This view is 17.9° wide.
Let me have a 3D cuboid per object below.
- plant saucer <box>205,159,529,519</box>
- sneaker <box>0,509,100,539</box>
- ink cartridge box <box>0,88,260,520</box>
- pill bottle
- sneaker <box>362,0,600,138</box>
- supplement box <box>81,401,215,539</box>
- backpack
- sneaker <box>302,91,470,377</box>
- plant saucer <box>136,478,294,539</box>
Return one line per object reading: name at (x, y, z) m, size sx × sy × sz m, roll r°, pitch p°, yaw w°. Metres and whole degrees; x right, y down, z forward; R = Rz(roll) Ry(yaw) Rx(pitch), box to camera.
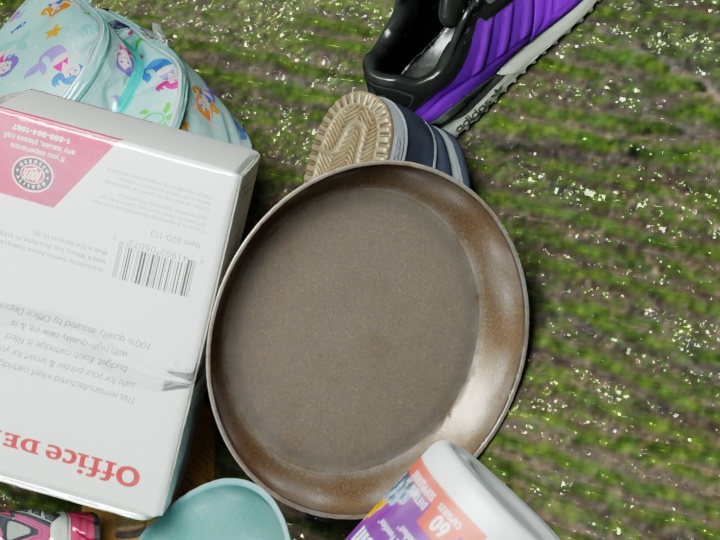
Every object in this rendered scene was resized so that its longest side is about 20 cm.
plant saucer at (0.001, 0.037, 1.267) m, size 0.201 × 0.200 × 0.032 m, roll -59°, pitch 28°, yaw -4°
sneaker at (-0.218, 0.192, 1.345) m, size 0.200 × 0.074 × 0.081 m, roll -52°, pitch 35°, yaw 45°
ink cartridge box at (-0.150, 0.017, 1.267) m, size 0.145 × 0.083 × 0.202 m, roll 15°, pitch 102°, yaw 3°
pill bottle at (0.016, 0.199, 1.226) m, size 0.200 × 0.111 × 0.111 m, roll -48°, pitch 55°, yaw 4°
sneaker at (0.076, -0.166, 1.350) m, size 0.200 × 0.099 × 0.070 m, roll -50°, pitch 57°, yaw 3°
supplement box at (-0.124, 0.170, 1.344) m, size 0.066 × 0.069 × 0.202 m, roll -8°, pitch 67°, yaw 19°
backpack at (-0.167, -0.069, 1.394) m, size 0.178 × 0.151 × 0.200 m, roll -47°, pitch 42°, yaw -4°
sneaker at (0.000, 0.000, 1.336) m, size 0.070 × 0.108 × 0.202 m, roll 27°, pitch 100°, yaw 33°
plant saucer at (-0.088, 0.210, 1.215) m, size 0.200 × 0.036 × 0.201 m, roll -37°, pitch 38°, yaw 35°
